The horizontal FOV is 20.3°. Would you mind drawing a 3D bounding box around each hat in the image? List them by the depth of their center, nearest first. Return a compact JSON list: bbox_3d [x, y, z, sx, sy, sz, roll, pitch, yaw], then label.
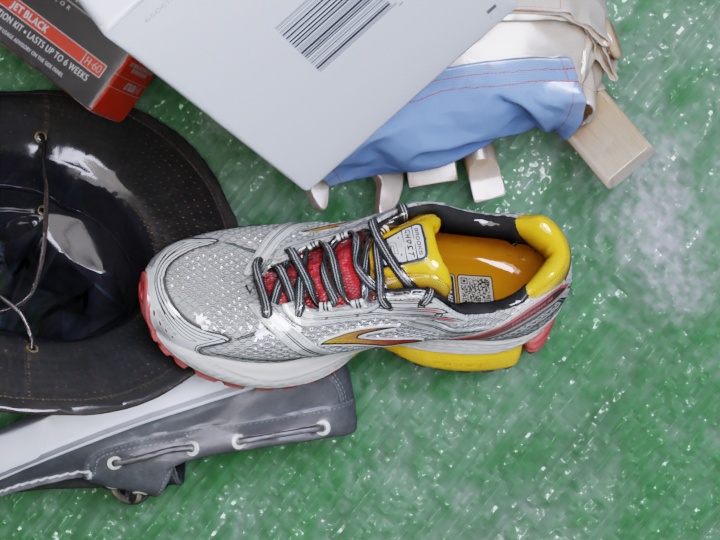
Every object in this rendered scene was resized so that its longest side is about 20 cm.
[{"bbox_3d":[-0.156,0.006,0.926,0.200,0.201,0.081,32,137,3],"label":"hat"}]

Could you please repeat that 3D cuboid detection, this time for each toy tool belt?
[{"bbox_3d":[0.021,-0.077,0.893,0.199,0.125,0.124,-14,84,7],"label":"toy tool belt"}]

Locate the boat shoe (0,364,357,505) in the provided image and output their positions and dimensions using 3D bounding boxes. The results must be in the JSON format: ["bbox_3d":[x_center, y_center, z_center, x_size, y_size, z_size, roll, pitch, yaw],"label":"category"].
[{"bbox_3d":[-0.097,0.078,0.941,0.199,0.069,0.057,-19,92,4],"label":"boat shoe"}]

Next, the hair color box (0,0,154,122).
[{"bbox_3d":[-0.097,-0.179,0.922,0.101,0.061,0.200,36,93,7],"label":"hair color box"}]

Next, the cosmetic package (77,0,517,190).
[{"bbox_3d":[-0.067,-0.162,0.764,0.123,0.199,0.200,-40,68,6],"label":"cosmetic package"}]

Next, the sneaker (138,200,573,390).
[{"bbox_3d":[0.000,0.000,0.887,0.199,0.082,0.078,-5,65,-17],"label":"sneaker"}]
